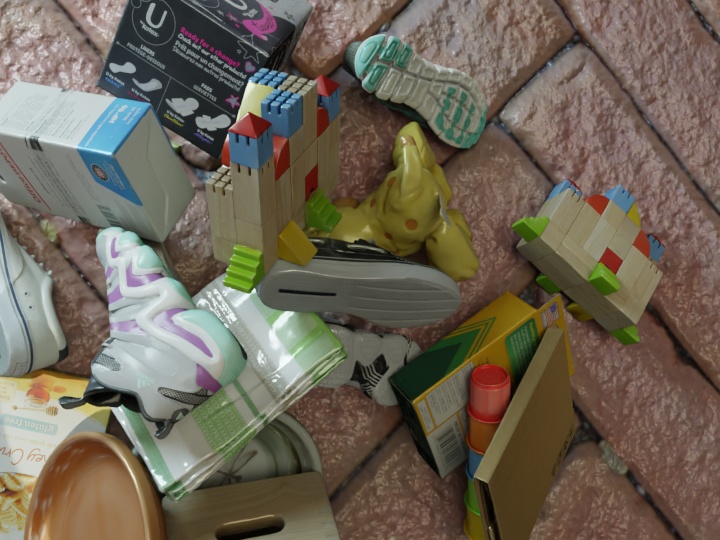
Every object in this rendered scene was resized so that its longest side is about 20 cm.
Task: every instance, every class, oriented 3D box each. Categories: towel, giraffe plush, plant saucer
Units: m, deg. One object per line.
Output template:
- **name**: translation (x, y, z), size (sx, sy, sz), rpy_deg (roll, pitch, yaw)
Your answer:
- **towel**: translation (-0.129, 0.084, 0.652), size (0.199, 0.031, 0.149), rpy_deg (-39, 67, -9)
- **giraffe plush**: translation (0.020, -0.041, 0.763), size (0.160, 0.200, 0.175), rpy_deg (-25, 95, 14)
- **plant saucer**: translation (-0.137, 0.205, 0.720), size (0.196, 0.050, 0.204), rpy_deg (-6, 114, -15)
- **plant saucer**: translation (-0.227, 0.242, 0.624), size (0.037, 0.197, 0.205), rpy_deg (13, 80, -49)

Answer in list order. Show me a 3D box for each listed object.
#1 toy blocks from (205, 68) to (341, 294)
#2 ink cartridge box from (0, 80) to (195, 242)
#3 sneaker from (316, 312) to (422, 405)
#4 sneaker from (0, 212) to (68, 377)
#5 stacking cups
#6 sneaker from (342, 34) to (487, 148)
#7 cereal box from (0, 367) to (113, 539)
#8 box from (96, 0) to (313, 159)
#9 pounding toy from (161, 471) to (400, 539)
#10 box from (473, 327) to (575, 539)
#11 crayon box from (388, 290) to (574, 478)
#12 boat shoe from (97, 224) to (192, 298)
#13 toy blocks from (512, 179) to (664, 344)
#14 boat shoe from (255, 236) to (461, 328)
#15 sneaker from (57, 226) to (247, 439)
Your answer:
- **toy blocks**: translation (-0.069, -0.100, 0.611), size (0.098, 0.139, 0.201), rpy_deg (16, 42, 16)
- **ink cartridge box**: translation (-0.268, -0.105, 0.678), size (0.196, 0.117, 0.069), rpy_deg (14, 57, 20)
- **sneaker**: translation (-0.021, 0.083, 0.769), size (0.198, 0.114, 0.077), rpy_deg (21, 91, -47)
- **sneaker**: translation (-0.342, 0.007, 0.708), size (0.070, 0.072, 0.203), rpy_deg (-5, 70, -54)
- **stacking cups**: translation (0.132, 0.192, 0.761), size (0.059, 0.061, 0.204), rpy_deg (-13, 114, -14)
- **sneaker**: translation (0.061, -0.206, 0.819), size (0.198, 0.091, 0.079), rpy_deg (27, 96, -34)
- **cereal box**: translation (-0.329, 0.195, 0.701), size (0.141, 0.039, 0.204), rpy_deg (14, 81, -12)
- **box**: translation (-0.137, -0.220, 0.696), size (0.131, 0.201, 0.115), rpy_deg (30, 122, -9)
- **pounding toy**: translation (-0.076, 0.289, 0.665), size (0.196, 0.143, 0.188), rpy_deg (-5, 115, -14)
- **box**: translation (0.174, 0.184, 0.744), size (0.201, 0.021, 0.166), rpy_deg (-51, 137, -36)
- **crayon box**: translation (0.136, 0.114, 0.787), size (0.198, 0.051, 0.127), rpy_deg (-33, 127, -14)
- **boat shoe**: translation (-0.200, 0.037, 0.729), size (0.073, 0.073, 0.204), rpy_deg (-19, 82, -10)
- **toy blocks**: translation (0.281, -0.034, 0.850), size (0.199, 0.100, 0.137), rpy_deg (40, 68, -6)
- **boat shoe**: translation (0.000, 0.000, 0.662), size (0.196, 0.073, 0.072), rpy_deg (10, 44, -21)
- **sneaker**: translation (-0.206, 0.058, 0.621), size (0.140, 0.078, 0.199), rpy_deg (-43, 59, -15)
